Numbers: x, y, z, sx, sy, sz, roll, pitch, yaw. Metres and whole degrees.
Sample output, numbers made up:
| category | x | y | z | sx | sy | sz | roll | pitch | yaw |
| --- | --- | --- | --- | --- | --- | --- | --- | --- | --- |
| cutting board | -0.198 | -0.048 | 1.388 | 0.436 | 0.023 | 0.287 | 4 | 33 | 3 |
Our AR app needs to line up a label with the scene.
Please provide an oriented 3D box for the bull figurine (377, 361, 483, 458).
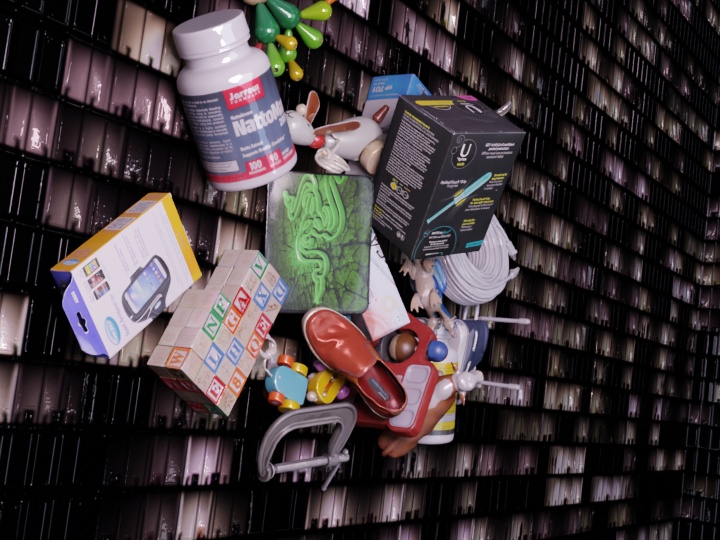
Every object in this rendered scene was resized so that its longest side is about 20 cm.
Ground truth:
| category | x | y | z | sx | sy | sz | roll | pitch | yaw |
| --- | --- | --- | --- | --- | --- | --- | --- | --- | --- |
| bull figurine | 0.104 | 0.211 | 1.638 | 0.200 | 0.065 | 0.121 | -42 | 175 | 5 |

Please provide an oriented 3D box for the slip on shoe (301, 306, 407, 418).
| category | x | y | z | sx | sy | sz | roll | pitch | yaw |
| --- | --- | --- | --- | --- | --- | --- | --- | --- | --- |
| slip on shoe | -0.003 | 0.128 | 1.491 | 0.074 | 0.061 | 0.200 | -44 | 98 | -17 |

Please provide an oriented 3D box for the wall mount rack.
| category | x | y | z | sx | sy | sz | roll | pitch | yaw |
| --- | --- | --- | --- | --- | --- | --- | --- | --- | --- |
| wall mount rack | 0.225 | 0.146 | 1.893 | 0.074 | 0.174 | 0.201 | 12 | 81 | -16 |

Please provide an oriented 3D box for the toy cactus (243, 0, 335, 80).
| category | x | y | z | sx | sy | sz | roll | pitch | yaw |
| --- | --- | --- | --- | --- | --- | --- | --- | --- | --- |
| toy cactus | -0.117 | -0.353 | 1.408 | 0.165 | 0.102 | 0.201 | 36 | 64 | -31 |

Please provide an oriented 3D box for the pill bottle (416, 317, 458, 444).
| category | x | y | z | sx | sy | sz | roll | pitch | yaw |
| --- | --- | --- | --- | --- | --- | --- | --- | --- | --- |
| pill bottle | 0.106 | 0.180 | 1.755 | 0.111 | 0.111 | 0.201 | 3 | 91 | -57 |

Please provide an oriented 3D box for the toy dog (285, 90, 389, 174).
| category | x | y | z | sx | sy | sz | roll | pitch | yaw |
| --- | --- | --- | --- | --- | --- | --- | --- | --- | --- |
| toy dog | -0.023 | -0.209 | 1.525 | 0.097 | 0.132 | 0.200 | -62 | 160 | 16 |

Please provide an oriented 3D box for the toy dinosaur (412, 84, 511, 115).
| category | x | y | z | sx | sy | sz | roll | pitch | yaw |
| --- | --- | --- | --- | --- | --- | --- | --- | --- | --- |
| toy dinosaur | 0.138 | -0.222 | 1.682 | 0.200 | 0.105 | 0.181 | -49 | 152 | 2 |

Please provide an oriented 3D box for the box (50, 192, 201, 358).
| category | x | y | z | sx | sy | sz | roll | pitch | yaw |
| --- | --- | --- | --- | --- | --- | --- | --- | --- | --- |
| box | -0.274 | 0.009 | 1.227 | 0.200 | 0.041 | 0.120 | -45 | 129 | -42 |

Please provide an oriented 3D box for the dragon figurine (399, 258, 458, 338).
| category | x | y | z | sx | sy | sz | roll | pitch | yaw |
| --- | --- | --- | --- | --- | --- | --- | --- | --- | --- |
| dragon figurine | 0.103 | 0.015 | 1.672 | 0.099 | 0.059 | 0.201 | 11 | 62 | -77 |

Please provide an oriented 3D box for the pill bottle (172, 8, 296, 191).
| category | x | y | z | sx | sy | sz | roll | pitch | yaw |
| --- | --- | --- | --- | --- | --- | --- | --- | --- | --- |
| pill bottle | -0.160 | -0.211 | 1.308 | 0.120 | 0.119 | 0.201 | -45 | 129 | -45 |

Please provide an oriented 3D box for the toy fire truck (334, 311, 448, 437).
| category | x | y | z | sx | sy | sz | roll | pitch | yaw |
| --- | --- | --- | --- | --- | --- | --- | --- | --- | --- |
| toy fire truck | 0.048 | 0.154 | 1.612 | 0.112 | 0.167 | 0.201 | 54 | 50 | -44 |

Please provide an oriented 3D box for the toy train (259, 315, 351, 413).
| category | x | y | z | sx | sy | sz | roll | pitch | yaw |
| --- | --- | --- | --- | --- | --- | --- | --- | --- | --- |
| toy train | -0.085 | 0.126 | 1.518 | 0.200 | 0.055 | 0.151 | -17 | 92 | -50 |

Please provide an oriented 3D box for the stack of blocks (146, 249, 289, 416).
| category | x | y | z | sx | sy | sz | roll | pitch | yaw |
| --- | --- | --- | --- | --- | --- | --- | --- | --- | --- |
| stack of blocks | -0.178 | 0.069 | 1.358 | 0.115 | 0.058 | 0.201 | 55 | 49 | -43 |

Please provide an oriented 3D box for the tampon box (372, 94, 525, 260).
| category | x | y | z | sx | sy | sz | roll | pitch | yaw |
| --- | --- | --- | --- | --- | --- | --- | --- | --- | --- |
| tampon box | 0.117 | -0.138 | 1.527 | 0.149 | 0.126 | 0.201 | -7 | 126 | -40 |

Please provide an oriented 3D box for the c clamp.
| category | x | y | z | sx | sy | sz | roll | pitch | yaw |
| --- | --- | --- | --- | --- | --- | --- | --- | --- | --- |
| c clamp | -0.077 | 0.260 | 1.512 | 0.199 | 0.027 | 0.171 | 7 | 119 | -48 |

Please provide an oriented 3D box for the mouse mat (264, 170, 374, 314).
| category | x | y | z | sx | sy | sz | roll | pitch | yaw |
| --- | --- | --- | --- | --- | --- | --- | --- | --- | --- |
| mouse mat | -0.058 | -0.038 | 1.497 | 0.160 | 0.008 | 0.201 | 1 | 91 | -20 |

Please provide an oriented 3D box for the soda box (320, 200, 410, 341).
| category | x | y | z | sx | sy | sz | roll | pitch | yaw |
| --- | --- | --- | --- | --- | --- | --- | --- | --- | --- |
| soda box | 0.000 | 0.000 | 1.558 | 0.068 | 0.064 | 0.201 | -26 | 102 | -17 |

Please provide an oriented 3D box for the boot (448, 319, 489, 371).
| category | x | y | z | sx | sy | sz | roll | pitch | yaw |
| --- | --- | --- | --- | --- | --- | --- | --- | --- | --- |
| boot | 0.166 | 0.180 | 1.839 | 0.090 | 0.073 | 0.201 | 2 | 112 | -45 |

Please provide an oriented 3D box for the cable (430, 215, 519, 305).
| category | x | y | z | sx | sy | sz | roll | pitch | yaw |
| --- | --- | --- | --- | --- | --- | --- | --- | --- | --- |
| cable | 0.188 | -0.038 | 1.868 | 0.200 | 0.069 | 0.201 | -41 | 109 | -49 |

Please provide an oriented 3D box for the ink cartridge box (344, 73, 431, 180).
| category | x | y | z | sx | sy | sz | roll | pitch | yaw |
| --- | --- | --- | --- | --- | --- | --- | --- | --- | --- |
| ink cartridge box | 0.061 | -0.187 | 1.676 | 0.146 | 0.086 | 0.201 | 40 | 62 | -50 |
